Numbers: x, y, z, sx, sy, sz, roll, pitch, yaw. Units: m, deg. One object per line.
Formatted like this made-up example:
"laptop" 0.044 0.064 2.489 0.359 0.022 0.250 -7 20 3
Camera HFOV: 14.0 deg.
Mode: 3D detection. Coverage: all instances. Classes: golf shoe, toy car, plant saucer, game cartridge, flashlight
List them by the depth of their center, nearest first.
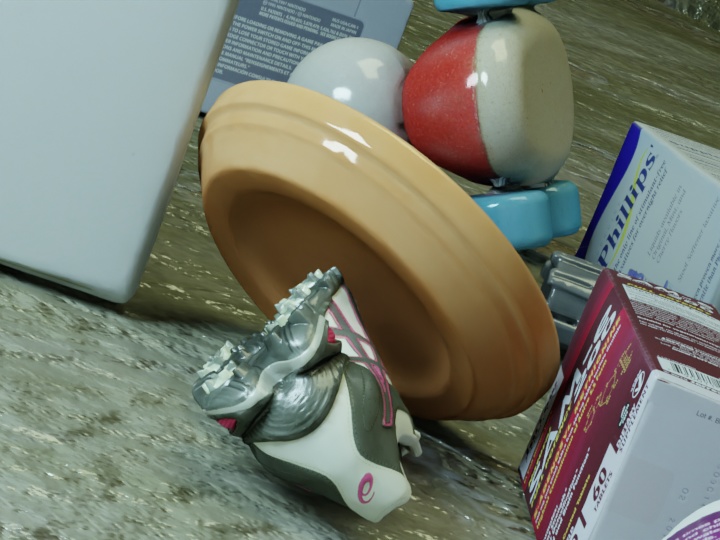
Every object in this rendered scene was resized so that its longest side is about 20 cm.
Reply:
"golf shoe" -0.020 0.056 1.222 0.088 0.077 0.200 49 7 -5
"plant saucer" 0.000 0.000 1.320 0.200 0.037 0.200 34 -24 17
"flashlight" 0.193 0.044 1.646 0.200 0.068 0.068 21 -15 -2
"toy car" 0.026 -0.104 1.856 0.200 0.185 0.177 -4 5 16
"game cartridge" -0.067 -0.161 1.908 0.200 0.133 0.042 16 5 -31

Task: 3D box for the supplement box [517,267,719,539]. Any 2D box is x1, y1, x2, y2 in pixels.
"supplement box" 0.120 0.077 1.248 0.061 0.109 0.200 21 11 -5

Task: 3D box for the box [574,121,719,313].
"box" 0.264 0.002 1.864 0.184 0.105 0.200 18 13 -21

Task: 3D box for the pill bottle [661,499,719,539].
"pill bottle" 0.140 0.141 0.984 0.112 0.112 0.200 22 12 -2

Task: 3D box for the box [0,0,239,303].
"box" -0.172 -0.122 1.369 0.200 0.199 0.171 18 13 -15
